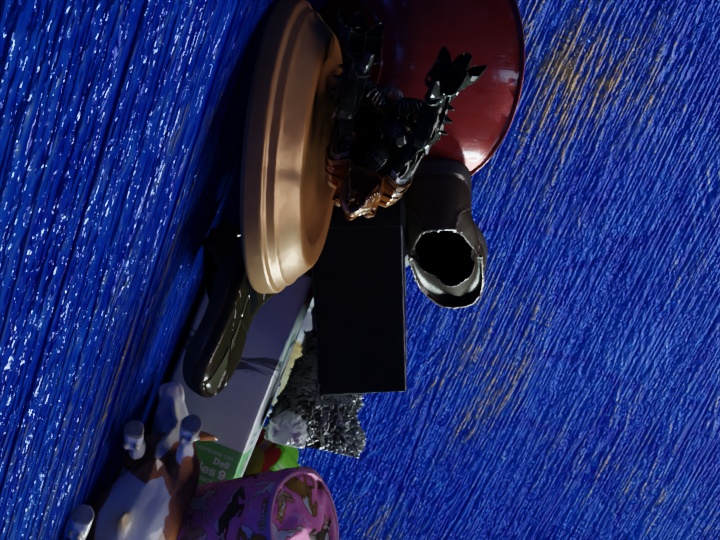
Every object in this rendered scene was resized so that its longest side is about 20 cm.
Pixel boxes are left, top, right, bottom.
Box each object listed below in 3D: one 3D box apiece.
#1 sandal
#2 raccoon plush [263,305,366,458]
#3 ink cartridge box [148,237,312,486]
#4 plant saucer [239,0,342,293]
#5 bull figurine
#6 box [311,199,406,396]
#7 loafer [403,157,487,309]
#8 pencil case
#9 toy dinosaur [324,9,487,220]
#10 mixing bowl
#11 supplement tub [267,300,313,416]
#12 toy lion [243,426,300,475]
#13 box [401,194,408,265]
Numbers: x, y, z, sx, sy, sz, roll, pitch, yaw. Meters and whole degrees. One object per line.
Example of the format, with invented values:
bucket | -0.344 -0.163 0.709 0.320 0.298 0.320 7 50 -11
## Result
sandal | -0.095 0.005 0.840 0.082 0.054 0.201 90 16 -48
raccoon plush | -0.025 0.094 1.051 0.200 0.096 0.136 131 -27 -84
ink cartridge box | -0.108 0.080 0.998 0.146 0.083 0.202 -66 178 -88
plant saucer | -0.042 -0.083 0.800 0.200 0.037 0.203 6 90 -84
bull figurine | -0.154 0.161 0.822 0.122 0.064 0.202 103 6 -60
box | 0.000 0.000 0.996 0.200 0.078 0.143 -88 173 -71
loafer | 0.067 -0.014 0.991 0.201 0.072 0.072 67 22 -58
pencil case | -0.109 0.205 0.880 0.199 0.087 0.082 -21 174 32
toy dinosaur | 0.017 -0.088 0.793 0.201 0.101 0.137 -110 -145 -54
mixing bowl | 0.027 -0.168 0.952 0.108 0.200 0.202 -4 127 -40
supplement tub | -0.064 0.060 1.341 0.145 0.143 0.201 -67 179 -48
toy lion | -0.144 0.235 1.096 0.199 0.069 0.192 -33 -158 11
box | 0.024 -0.083 1.323 0.048 0.160 0.200 -20 170 -36
